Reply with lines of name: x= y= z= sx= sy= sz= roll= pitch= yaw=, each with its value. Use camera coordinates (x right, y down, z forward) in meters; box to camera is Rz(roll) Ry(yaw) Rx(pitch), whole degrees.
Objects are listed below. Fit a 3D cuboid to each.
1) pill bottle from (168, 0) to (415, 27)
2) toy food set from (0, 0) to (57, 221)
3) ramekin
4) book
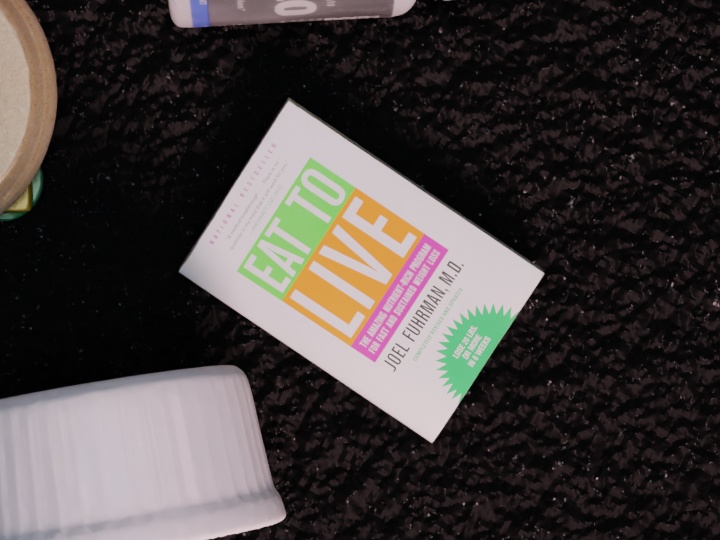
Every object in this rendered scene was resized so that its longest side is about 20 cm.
pill bottle: x=-0.022 y=-0.213 z=1.120 sx=0.197 sy=0.114 sz=0.115 roll=-4 pitch=93 yaw=-3
toy food set: x=-0.290 y=-0.108 z=1.141 sx=0.197 sy=0.049 sz=0.201 roll=0 pitch=93 yaw=-4
ramekin: x=-0.149 y=0.118 z=1.089 sx=0.198 sy=0.200 sz=0.099 roll=-9 pitch=86 yaw=-3
book: x=0.000 y=0.000 z=1.169 sx=0.199 sy=0.048 sz=0.134 roll=33 pitch=94 yaw=-6
